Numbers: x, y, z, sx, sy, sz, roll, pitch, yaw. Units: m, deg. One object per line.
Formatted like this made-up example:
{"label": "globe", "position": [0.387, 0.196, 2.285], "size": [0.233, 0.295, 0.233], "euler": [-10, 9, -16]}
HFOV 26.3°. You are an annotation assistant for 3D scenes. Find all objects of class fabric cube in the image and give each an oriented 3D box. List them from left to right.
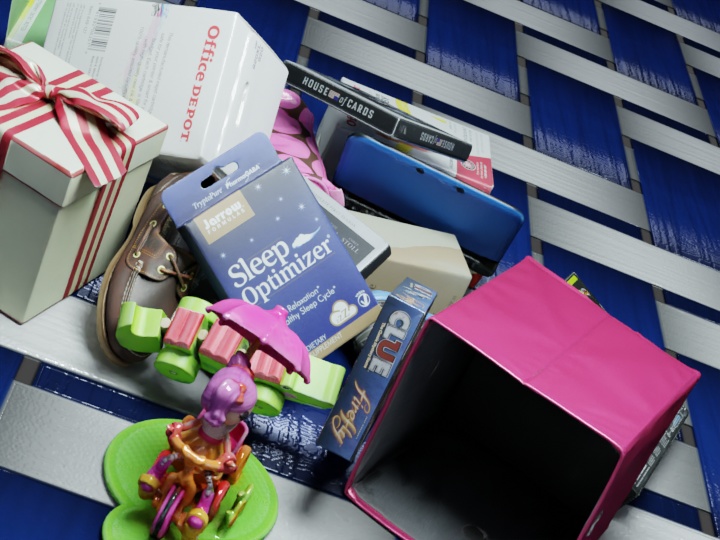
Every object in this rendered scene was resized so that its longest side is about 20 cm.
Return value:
{"label": "fabric cube", "position": [0.141, 0.140, 1.328], "size": [0.199, 0.197, 0.199], "euler": [34, 28, 18]}

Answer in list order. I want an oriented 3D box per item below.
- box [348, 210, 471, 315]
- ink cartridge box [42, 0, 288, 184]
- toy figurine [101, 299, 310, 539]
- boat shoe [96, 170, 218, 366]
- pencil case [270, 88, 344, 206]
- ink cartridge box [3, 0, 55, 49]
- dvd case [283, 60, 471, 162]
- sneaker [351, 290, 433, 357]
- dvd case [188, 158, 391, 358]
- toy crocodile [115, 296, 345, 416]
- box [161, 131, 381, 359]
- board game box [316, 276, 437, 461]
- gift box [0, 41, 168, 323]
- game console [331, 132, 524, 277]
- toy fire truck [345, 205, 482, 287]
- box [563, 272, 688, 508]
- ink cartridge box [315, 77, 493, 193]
{"label": "box", "position": [0.000, 0.000, 1.552], "size": [0.198, 0.096, 0.078], "euler": [11, 33, -21]}
{"label": "ink cartridge box", "position": [-0.197, -0.169, 1.508], "size": [0.198, 0.149, 0.145], "euler": [11, -10, 20]}
{"label": "toy figurine", "position": [-0.112, 0.113, 1.185], "size": [0.149, 0.185, 0.200], "euler": [27, 29, 4]}
{"label": "boat shoe", "position": [-0.177, -0.009, 1.377], "size": [0.070, 0.070, 0.202], "euler": [42, 47, -38]}
{"label": "pencil case", "position": [-0.078, -0.117, 1.623], "size": [0.093, 0.091, 0.201], "euler": [-18, 40, 0]}
{"label": "ink cartridge box", "position": [-0.336, -0.262, 1.604], "size": [0.047, 0.201, 0.146], "euler": [17, 29, -8]}
{"label": "dvd case", "position": [0.019, -0.166, 1.637], "size": [0.149, 0.025, 0.200], "euler": [29, 9, 24]}
{"label": "sneaker", "position": [0.075, 0.084, 1.515], "size": [0.198, 0.071, 0.083], "euler": [17, 51, -19]}
{"label": "dvd case", "position": [-0.092, 0.002, 1.433], "size": [0.150, 0.025, 0.200], "euler": [38, 69, 23]}
{"label": "toy crocodile", "position": [-0.110, 0.069, 1.300], "size": [0.198, 0.062, 0.068], "euler": [20, 67, 7]}
{"label": "box", "position": [-0.078, -0.013, 1.369], "size": [0.121, 0.032, 0.201], "euler": [-34, 96, -21]}
{"label": "board game box", "position": [0.018, 0.079, 1.322], "size": [0.034, 0.136, 0.200], "euler": [26, 6, 4]}
{"label": "gift box", "position": [-0.293, -0.083, 1.361], "size": [0.183, 0.188, 0.200], "euler": [28, 28, 7]}
{"label": "game console", "position": [0.078, -0.092, 1.633], "size": [0.199, 0.119, 0.171], "euler": [26, 31, 0]}
{"label": "toy fire truck", "position": [0.049, -0.025, 1.675], "size": [0.141, 0.049, 0.199], "euler": [38, 31, 20]}
{"label": "box", "position": [0.228, 0.116, 1.528], "size": [0.193, 0.047, 0.200], "euler": [48, 32, 3]}
{"label": "ink cartridge box", "position": [0.049, -0.132, 1.813], "size": [0.198, 0.084, 0.146], "euler": [20, 29, -9]}
